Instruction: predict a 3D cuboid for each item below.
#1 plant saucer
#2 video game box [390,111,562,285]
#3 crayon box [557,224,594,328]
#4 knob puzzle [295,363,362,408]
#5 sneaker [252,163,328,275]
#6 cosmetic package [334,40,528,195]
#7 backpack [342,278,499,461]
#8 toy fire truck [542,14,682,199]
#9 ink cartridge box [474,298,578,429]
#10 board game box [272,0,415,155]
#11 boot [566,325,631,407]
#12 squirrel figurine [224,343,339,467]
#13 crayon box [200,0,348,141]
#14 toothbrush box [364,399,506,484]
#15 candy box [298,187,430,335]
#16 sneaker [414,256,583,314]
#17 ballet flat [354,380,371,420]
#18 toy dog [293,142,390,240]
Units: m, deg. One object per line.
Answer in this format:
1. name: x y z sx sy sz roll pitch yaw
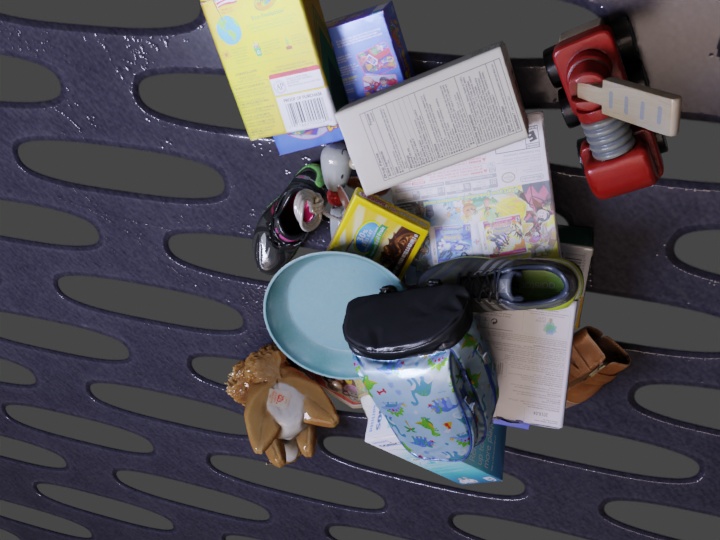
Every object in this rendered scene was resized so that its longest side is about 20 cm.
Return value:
1. plant saucer: -0.023 0.051 0.908 0.196 0.036 0.203 5 125 7
2. video game box: 0.138 -0.085 0.885 0.196 0.047 0.186 -7 99 18
3. crayon box: 0.200 -0.003 0.957 0.196 0.052 0.128 9 125 14
4. knob puzzle: -0.028 0.164 1.142 0.216 0.031 0.222 17 140 15
5. sneaker: -0.106 -0.064 1.008 0.076 0.084 0.201 33 128 -3
6. cosmetic package: 0.082 -0.171 0.814 0.197 0.071 0.107 -16 107 19
7. backpack: 0.083 0.127 0.845 0.161 0.156 0.201 -7 142 28
8. toy fire truck: 0.266 -0.151 0.736 0.127 0.201 0.178 -15 117 28
9. ink cartridge box: 0.199 0.116 0.922 0.134 0.076 0.204 7 105 16
10. board game box: -0.034 -0.233 0.891 0.197 0.045 0.136 -8 119 25
11. boot: 0.256 0.121 0.993 0.197 0.075 0.155 21 138 -23
12. squirrel figurine: -0.138 0.228 1.202 0.202 0.140 0.188 59 162 22
13. crayon box: -0.100 -0.262 0.835 0.125 0.051 0.203 -4 121 22
14. toothbrush box: 0.114 0.200 1.021 0.198 0.149 0.085 31 146 -28
15. candy box: 0.000 0.000 0.908 0.101 0.027 0.202 26 124 -3
16. sneaker: 0.156 0.014 0.831 0.196 0.081 0.075 -7 85 16
17. ballet flat: 0.034 0.216 1.109 0.069 0.072 0.201 4 144 17
18. toy dog: 0.001 -0.061 0.951 0.095 0.133 0.201 8 146 25
